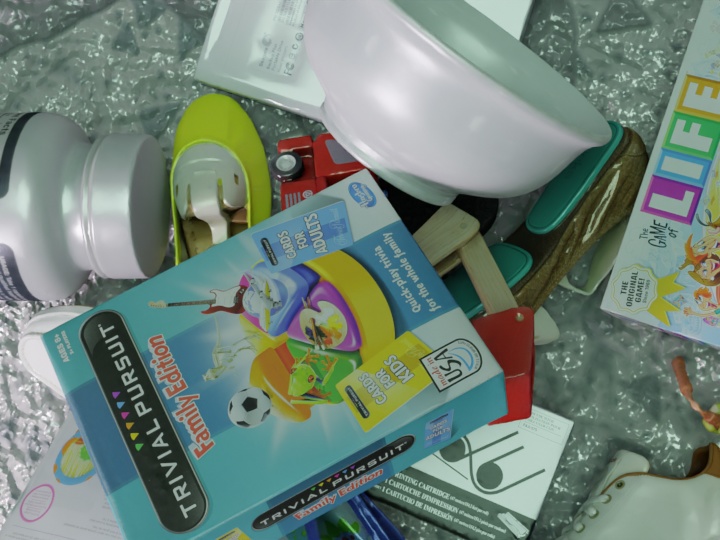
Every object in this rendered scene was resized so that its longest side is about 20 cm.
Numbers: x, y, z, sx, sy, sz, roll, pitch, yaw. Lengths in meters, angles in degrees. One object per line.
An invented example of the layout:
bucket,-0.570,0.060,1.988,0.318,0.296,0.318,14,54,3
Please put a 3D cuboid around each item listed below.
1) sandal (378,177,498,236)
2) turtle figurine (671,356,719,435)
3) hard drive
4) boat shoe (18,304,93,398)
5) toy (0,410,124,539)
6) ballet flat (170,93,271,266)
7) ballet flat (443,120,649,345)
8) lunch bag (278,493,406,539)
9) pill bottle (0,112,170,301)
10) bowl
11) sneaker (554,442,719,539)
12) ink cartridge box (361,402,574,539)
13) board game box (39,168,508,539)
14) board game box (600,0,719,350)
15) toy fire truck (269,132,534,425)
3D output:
sandal,0.000,0.000,0.809,0.199,0.045,0.075,-34,56,-14
turtle figurine,0.264,0.119,0.734,0.064,0.200,0.162,-34,112,-11
hard drive,0.004,-0.158,0.840,0.198,0.025,0.133,19,89,9
boat shoe,-0.150,0.079,0.794,0.198,0.071,0.069,16,44,31
toy,-0.119,0.109,0.709,0.114,0.047,0.202,4,58,34
ballet flat,-0.092,-0.019,0.824,0.066,0.067,0.203,-3,86,9
ballet flat,0.114,-0.002,0.797,0.200,0.068,0.072,-47,115,-7
lunch bag,-0.049,0.223,0.758,0.170,0.127,0.201,-41,59,18
pill bottle,-0.228,-0.040,0.818,0.197,0.120,0.121,1,86,8
bowl,0.039,-0.101,0.733,0.200,0.201,0.091,38,109,8
sneaker,0.142,0.161,0.772,0.198,0.073,0.086,-18,77,-15
ink cartridge box,0.026,0.100,0.811,0.198,0.044,0.095,21,88,9
board game box,-0.047,0.053,0.662,0.198,0.047,0.152,-27,55,-9
board game box,0.236,-0.051,0.749,0.133,0.034,0.202,18,89,30
toy fire truck,0.023,-0.002,0.748,0.139,0.049,0.202,-9,54,3
